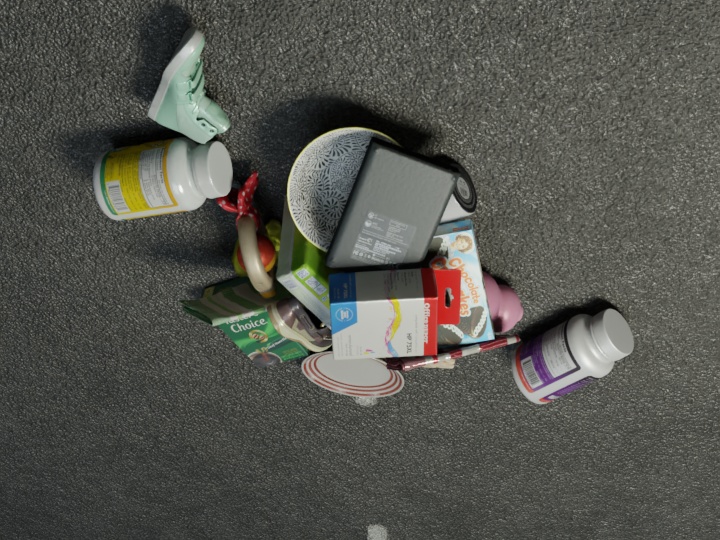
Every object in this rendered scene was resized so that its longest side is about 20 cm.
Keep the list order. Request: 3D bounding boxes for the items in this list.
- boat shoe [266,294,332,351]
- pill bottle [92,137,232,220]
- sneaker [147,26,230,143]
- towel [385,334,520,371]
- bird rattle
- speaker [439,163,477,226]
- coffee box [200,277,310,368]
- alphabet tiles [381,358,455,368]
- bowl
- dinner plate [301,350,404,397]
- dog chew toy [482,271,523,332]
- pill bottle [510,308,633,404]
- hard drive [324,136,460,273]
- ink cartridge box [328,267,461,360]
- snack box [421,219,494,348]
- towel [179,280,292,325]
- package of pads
[{"bbox_3d":[-0.078,0.082,1.766,0.064,0.073,0.199,-29,155,18],"label":"boat shoe"},{"bbox_3d":[-0.304,-0.145,1.684,0.196,0.114,0.114,-7,136,20],"label":"pill bottle"},{"bbox_3d":[-0.228,-0.262,1.562,0.117,0.075,0.201,28,147,-9],"label":"sneaker"},{"bbox_3d":[0.146,0.130,1.765,0.196,0.023,0.144,-13,179,-12],"label":"towel"},{"bbox_3d":[-0.163,-0.051,1.733,0.110,0.165,0.201,-11,147,-2],"label":"bird rattle"},{"bbox_3d":[0.079,-0.091,1.683,0.198,0.082,0.081,-22,129,33],"label":"speaker"},{"bbox_3d":[-0.190,0.095,1.979,0.121,0.044,0.201,-15,133,27],"label":"coffee box"},{"bbox_3d":[0.067,0.144,1.928,0.198,0.015,0.194,20,167,-32],"label":"alphabet tiles"},{"bbox_3d":[-0.011,-0.131,1.626,0.196,0.095,0.204,-1,115,-2],"label":"bowl"},{"bbox_3d":[-0.014,0.189,2.040,0.196,0.025,0.201,7,151,4],"label":"dinner plate"},{"bbox_3d":[0.175,0.051,1.795,0.196,0.126,0.125,13,140,-14],"label":"dog chew toy"},{"bbox_3d":[0.363,0.143,1.855,0.111,0.113,0.199,35,134,-25],"label":"pill bottle"},{"bbox_3d":[0.045,-0.078,1.583,0.137,0.033,0.203,18,113,-11],"label":"hard drive"},{"bbox_3d":[0.054,0.064,1.600,0.196,0.068,0.118,-3,130,0],"label":"ink cartridge box"},{"bbox_3d":[0.134,0.025,1.678,0.114,0.037,0.203,-10,120,10],"label":"snack box"},{"bbox_3d":[-0.185,0.045,1.797,0.152,0.197,0.024,17,118,58],"label":"towel"},{"bbox_3d":[-0.057,-0.020,1.699,0.068,0.202,0.154,-27,128,27],"label":"package of pads"}]
